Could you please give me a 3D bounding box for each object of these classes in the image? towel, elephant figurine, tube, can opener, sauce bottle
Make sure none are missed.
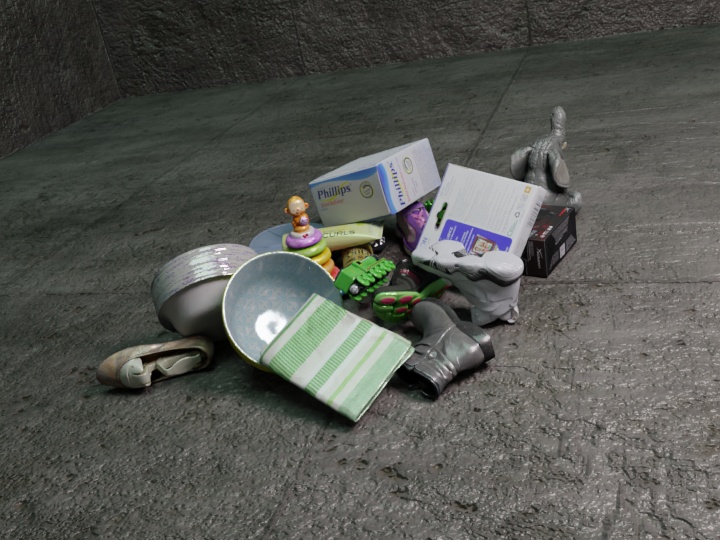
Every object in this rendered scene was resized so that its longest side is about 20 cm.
[{"bbox_3d":[-0.039,0.123,1.167,0.199,0.024,0.153,25,58,31],"label":"towel"},{"bbox_3d":[0.365,-0.205,1.581,0.140,0.202,0.156,-10,25,2],"label":"elephant figurine"},{"bbox_3d":[-0.052,-0.063,1.518,0.197,0.052,0.059,-9,69,12],"label":"tube"},{"bbox_3d":[-0.041,-0.053,1.592,0.197,0.064,0.079,-9,-18,-17],"label":"can opener"},{"bbox_3d":[0.000,0.000,1.478,0.064,0.065,0.200,-12,25,-1],"label":"sauce bottle"}]

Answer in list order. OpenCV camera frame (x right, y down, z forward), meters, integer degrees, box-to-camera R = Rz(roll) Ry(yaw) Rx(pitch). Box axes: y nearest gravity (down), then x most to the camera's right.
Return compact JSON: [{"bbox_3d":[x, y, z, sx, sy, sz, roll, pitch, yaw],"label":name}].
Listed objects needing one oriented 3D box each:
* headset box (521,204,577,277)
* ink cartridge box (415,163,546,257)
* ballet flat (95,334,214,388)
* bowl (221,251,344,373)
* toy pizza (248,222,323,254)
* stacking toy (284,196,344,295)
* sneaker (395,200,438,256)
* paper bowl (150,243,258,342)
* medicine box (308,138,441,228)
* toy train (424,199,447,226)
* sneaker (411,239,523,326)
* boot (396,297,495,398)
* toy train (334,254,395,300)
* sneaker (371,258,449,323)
[{"bbox_3d":[0.282,-0.064,1.471,0.198,0.078,0.149,10,32,36],"label":"headset box"},{"bbox_3d":[0.206,-0.076,1.399,0.199,0.200,0.043,23,1,41],"label":"ink cartridge box"},{"bbox_3d":[-0.337,0.155,1.298,0.198,0.069,0.067,-18,28,-11],"label":"ballet flat"},{"bbox_3d":[-0.132,0.082,1.284,0.198,0.202,0.108,-23,-16,-24],"label":"bowl"},{"bbox_3d":[-0.140,-0.046,1.665,0.197,0.032,0.201,-4,29,2],"label":"toy pizza"},{"bbox_3d":[-0.099,-0.040,1.442,0.115,0.202,0.110,-15,24,-10],"label":"stacking toy"},{"bbox_3d":[0.115,-0.093,1.595,0.079,0.090,0.200,-15,26,-11],"label":"sneaker"},{"bbox_3d":[-0.253,0.050,1.358,0.198,0.201,0.105,-16,64,-9],"label":"paper bowl"},{"bbox_3d":[0.031,-0.174,1.585,0.181,0.104,0.200,-10,17,40],"label":"medicine box"},{"bbox_3d":[0.172,-0.115,1.606,0.041,0.057,0.200,13,-1,-16],"label":"toy train"},{"bbox_3d":[0.173,0.022,1.286,0.198,0.116,0.075,11,33,34],"label":"sneaker"},{"bbox_3d":[0.098,0.113,1.199,0.131,0.070,0.200,-29,24,-19],"label":"boot"},{"bbox_3d":[0.008,0.007,1.326,0.056,0.042,0.200,32,18,9],"label":"toy train"},{"bbox_3d":[0.075,0.028,1.329,0.084,0.077,0.199,46,34,19],"label":"sneaker"}]
